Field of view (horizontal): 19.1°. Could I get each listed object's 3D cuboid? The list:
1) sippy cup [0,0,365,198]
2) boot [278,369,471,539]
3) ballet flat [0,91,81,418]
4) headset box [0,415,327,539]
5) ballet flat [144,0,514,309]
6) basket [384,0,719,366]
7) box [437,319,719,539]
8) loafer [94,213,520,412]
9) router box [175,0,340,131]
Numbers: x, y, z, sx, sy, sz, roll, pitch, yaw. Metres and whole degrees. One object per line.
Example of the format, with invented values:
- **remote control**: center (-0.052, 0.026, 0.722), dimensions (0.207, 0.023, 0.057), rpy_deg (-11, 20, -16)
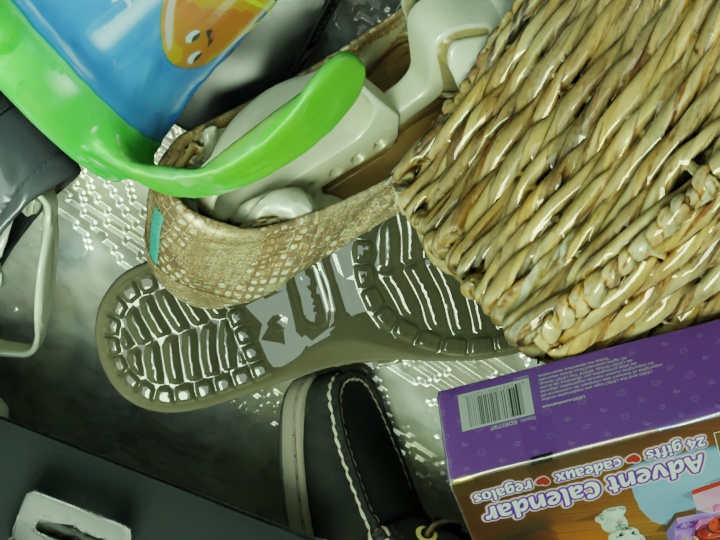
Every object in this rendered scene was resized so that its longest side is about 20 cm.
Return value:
- **sippy cup**: center (-0.070, -0.120, 0.671), dimensions (0.130, 0.140, 0.178), rpy_deg (-39, 108, 5)
- **boot**: center (0.060, 0.113, 0.773), dimensions (0.150, 0.073, 0.201), rpy_deg (-24, 74, 26)
- **ballet flat**: center (-0.159, 0.029, 0.814), dimensions (0.073, 0.073, 0.201), rpy_deg (25, 107, -1)
- **headset box**: center (-0.119, 0.146, 0.783), dimensions (0.173, 0.093, 0.201), rpy_deg (20, 142, 1)
- **ballet flat**: center (0.013, -0.057, 0.727), dimensions (0.199, 0.065, 0.071), rpy_deg (-36, 65, -10)
- **basket**: center (0.135, -0.043, 0.679), dimensions (0.149, 0.143, 0.201), rpy_deg (30, 100, -34)
- **box**: center (0.136, 0.070, 0.644), dimensions (0.198, 0.039, 0.137), rpy_deg (-15, 132, 9)
- **loafer**: center (0.000, 0.000, 0.787), dimensions (0.198, 0.067, 0.077), rpy_deg (-10, 99, -6)
- **router box**: center (-0.086, -0.158, 0.752), dimensions (0.199, 0.052, 0.158), rpy_deg (31, 108, -3)
